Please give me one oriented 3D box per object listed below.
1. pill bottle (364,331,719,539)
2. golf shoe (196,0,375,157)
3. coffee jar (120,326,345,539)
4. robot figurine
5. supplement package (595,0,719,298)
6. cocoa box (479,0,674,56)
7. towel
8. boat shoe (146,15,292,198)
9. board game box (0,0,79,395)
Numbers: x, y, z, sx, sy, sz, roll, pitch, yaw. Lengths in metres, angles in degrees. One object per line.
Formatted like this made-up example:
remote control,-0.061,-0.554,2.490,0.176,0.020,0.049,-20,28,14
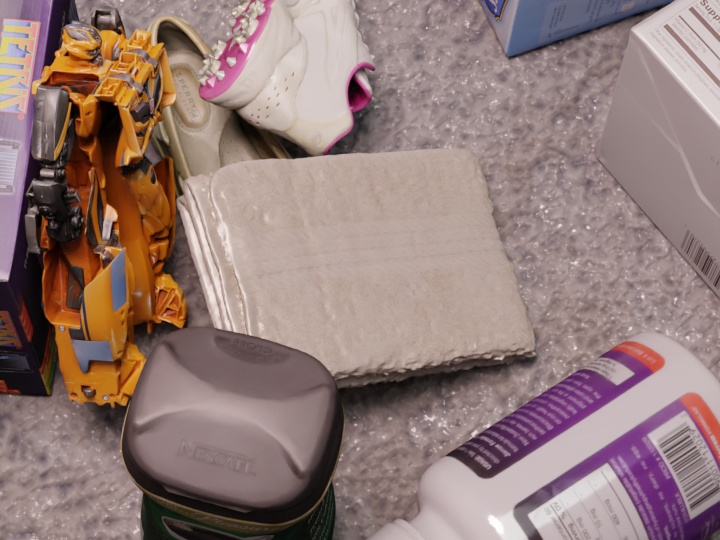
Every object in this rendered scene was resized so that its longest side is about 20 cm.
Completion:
pill bottle,0.100,0.127,0.999,0.200,0.111,0.111,-31,71,-15
golf shoe,-0.030,-0.135,1.114,0.092,0.075,0.200,37,37,-13
coffee jar,-0.062,0.100,0.954,0.104,0.200,0.085,15,67,3
robot figurine,-0.130,-0.037,1.001,0.058,0.200,0.145,5,34,8
supplement package,0.243,-0.054,1.060,0.111,0.156,0.200,-34,72,-14
cocoa box,0.128,-0.241,1.112,0.133,0.200,0.131,-19,69,-10
towel,0.000,0.000,1.053,0.200,0.034,0.133,-5,71,-33
boat shoe,-0.072,-0.055,1.096,0.073,0.063,0.201,-22,69,-12
board game box,-0.189,-0.054,1.035,0.057,0.165,0.200,5,67,0
